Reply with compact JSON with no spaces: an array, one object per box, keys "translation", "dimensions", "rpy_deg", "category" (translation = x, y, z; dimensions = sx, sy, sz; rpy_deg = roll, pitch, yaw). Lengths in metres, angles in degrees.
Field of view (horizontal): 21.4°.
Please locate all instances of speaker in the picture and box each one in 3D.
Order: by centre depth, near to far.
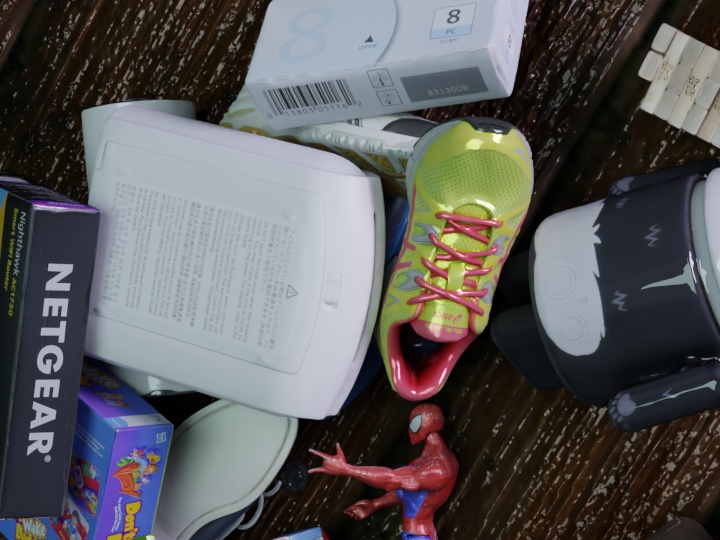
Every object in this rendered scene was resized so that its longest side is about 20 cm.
[{"translation":[-0.143,-0.015,1.300],"dimensions":[0.081,0.081,0.201],"rpy_deg":[-7,88,22],"category":"speaker"}]

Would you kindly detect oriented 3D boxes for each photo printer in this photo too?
[{"translation":[-0.079,-0.003,1.186],"dimensions":[0.199,0.069,0.168],"rpy_deg":[14,99,26],"category":"photo printer"}]

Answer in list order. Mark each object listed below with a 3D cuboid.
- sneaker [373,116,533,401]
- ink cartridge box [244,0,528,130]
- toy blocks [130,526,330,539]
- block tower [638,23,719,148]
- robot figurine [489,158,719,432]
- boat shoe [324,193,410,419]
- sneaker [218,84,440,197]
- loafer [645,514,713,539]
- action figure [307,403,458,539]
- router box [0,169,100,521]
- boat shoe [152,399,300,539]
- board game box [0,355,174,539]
[{"translation":[0.057,-0.002,1.134],"dimensions":[0.078,0.091,0.201],"rpy_deg":[9,131,-7],"category":"sneaker"},{"translation":[0.026,-0.182,1.185],"dimensions":[0.159,0.047,0.201],"rpy_deg":[-7,49,23],"category":"ink cartridge box"},{"translation":[-0.066,0.257,1.247],"dimensions":[0.100,0.136,0.201],"rpy_deg":[-23,80,57],"category":"toy blocks"},{"translation":[0.263,-0.080,1.145],"dimensions":[0.199,0.058,0.054],"rpy_deg":[30,102,21],"category":"block tower"},{"translation":[0.180,0.012,1.142],"dimensions":[0.199,0.125,0.151],"rpy_deg":[-16,86,26],"category":"robot figurine"},{"translation":[0.000,0.000,1.253],"dimensions":[0.068,0.084,0.201],"rpy_deg":[25,83,31],"category":"boat shoe"},{"translation":[-0.006,-0.104,1.210],"dimensions":[0.199,0.076,0.088],"rpy_deg":[14,71,40],"category":"sneaker"},{"translation":[0.160,0.228,1.193],"dimensions":[0.073,0.071,0.200],"rpy_deg":[38,118,-15],"category":"loafer"},{"translation":[0.012,0.183,1.244],"dimensions":[0.098,0.065,0.201],"rpy_deg":[8,94,11],"category":"action figure"},{"translation":[-0.230,0.043,1.229],"dimensions":[0.149,0.051,0.201],"rpy_deg":[20,105,55],"category":"router box"},{"translation":[-0.106,0.152,1.297],"dimensions":[0.075,0.062,0.200],"rpy_deg":[43,108,14],"category":"boat shoe"},{"translation":[-0.208,0.123,1.292],"dimensions":[0.200,0.045,0.135],"rpy_deg":[33,116,46],"category":"board game box"}]
